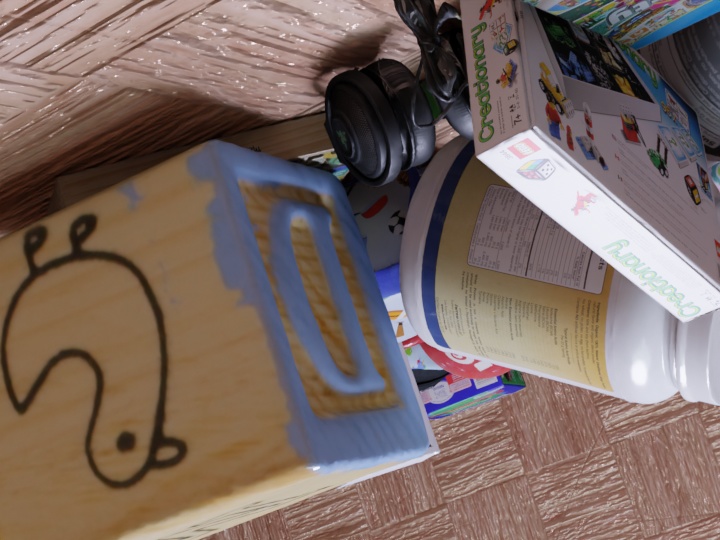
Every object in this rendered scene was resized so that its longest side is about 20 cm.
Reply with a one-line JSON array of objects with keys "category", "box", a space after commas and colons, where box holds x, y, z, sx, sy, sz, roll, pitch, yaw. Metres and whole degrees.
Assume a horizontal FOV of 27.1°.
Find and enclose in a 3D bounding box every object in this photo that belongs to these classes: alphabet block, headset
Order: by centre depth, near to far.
[{"category": "headset", "box": [0.035, -0.108, 0.831, 0.123, 0.095, 0.200, -23, -175, 1]}, {"category": "alphabet block", "box": [-0.102, 0.056, 0.891, 0.199, 0.197, 0.196, -23, 167, 19]}]

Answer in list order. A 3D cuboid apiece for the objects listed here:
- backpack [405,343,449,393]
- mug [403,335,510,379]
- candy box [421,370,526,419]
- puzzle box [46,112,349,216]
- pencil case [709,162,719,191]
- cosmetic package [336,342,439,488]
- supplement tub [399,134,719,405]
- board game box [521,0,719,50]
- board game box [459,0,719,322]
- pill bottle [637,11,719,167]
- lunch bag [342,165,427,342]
[{"category": "backpack", "box": [0.004, 0.079, 1.525, 0.199, 0.155, 0.163, 14, 150, -31]}, {"category": "mug", "box": [0.114, 0.028, 1.393, 0.178, 0.133, 0.200, -48, 175, -19]}, {"category": "candy box", "box": [0.175, 0.193, 2.532, 0.168, 0.078, 0.200, -22, 170, 15]}, {"category": "puzzle box", "box": [-0.101, -0.049, 0.949, 0.198, 0.026, 0.133, -16, 170, -20]}, {"category": "pencil case", "box": [0.191, -0.071, 1.015, 0.198, 0.088, 0.087, -1, 175, 19]}, {"category": "cosmetic package", "box": [-0.009, 0.070, 1.236, 0.082, 0.202, 0.051, -14, 168, -22]}, {"category": "supplement tub", "box": [0.139, -0.001, 0.914, 0.198, 0.146, 0.144, 14, -174, 28]}, {"category": "board game box", "box": [0.148, -0.170, 0.674, 0.147, 0.065, 0.200, -24, 169, 26]}, {"category": "board game box", "box": [0.121, -0.070, 0.754, 0.034, 0.127, 0.199, -24, 142, 30]}, {"category": "pill bottle", "box": [0.225, -0.132, 0.863, 0.113, 0.115, 0.200, -14, 169, -23]}, {"category": "lunch bag", "box": [0.000, 0.000, 1.077, 0.169, 0.125, 0.200, -24, -175, 21]}]
